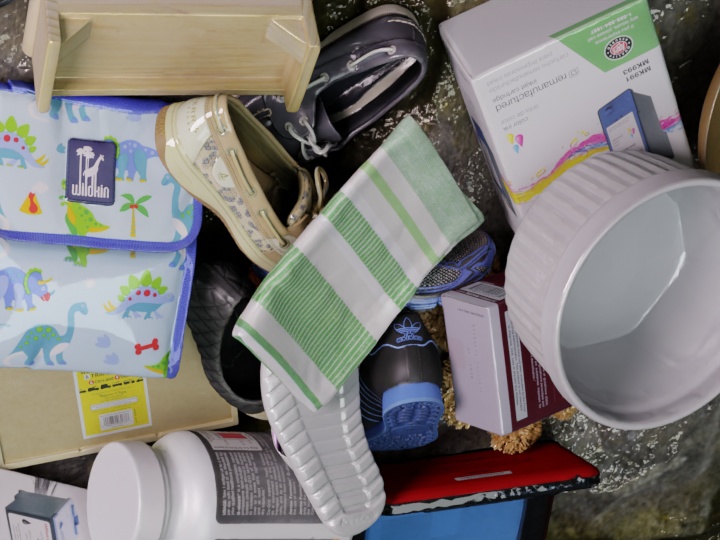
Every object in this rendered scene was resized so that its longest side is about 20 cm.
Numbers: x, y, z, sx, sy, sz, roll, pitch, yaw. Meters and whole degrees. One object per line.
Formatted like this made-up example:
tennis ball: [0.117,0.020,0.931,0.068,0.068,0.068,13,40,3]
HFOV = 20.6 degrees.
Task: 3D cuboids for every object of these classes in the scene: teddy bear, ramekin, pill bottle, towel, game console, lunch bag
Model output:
teddy bear: [0.123,0.075,1.636,0.144,0.067,0.201,-19,128,-7]
ramekin: [0.200,0.006,1.461,0.199,0.105,0.201,-13,119,-25]
pill bottle: [-0.111,0.186,1.588,0.199,0.117,0.117,5,123,-33]
towel: [0.000,0.000,1.452,0.200,0.023,0.153,-48,145,-5]
game console: [0.090,0.219,1.699,0.199,0.172,0.120,-7,99,-14]
lunch bag: [-0.206,-0.031,1.427,0.169,0.127,0.201,5,105,-20]

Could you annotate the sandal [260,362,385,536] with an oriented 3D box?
sandal: [-0.038,0.117,1.545,0.082,0.050,0.204,-24,114,-23]

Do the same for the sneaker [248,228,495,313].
sneaker: [0.013,-0.016,1.534,0.199,0.075,0.079,-4,122,-17]

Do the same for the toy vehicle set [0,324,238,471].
toy vehicle set: [-0.199,0.086,1.563,0.199,0.027,0.125,-10,126,-11]

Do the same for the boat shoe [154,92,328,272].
boat shoe: [-0.066,-0.056,1.411,0.062,0.074,0.200,-18,144,28]

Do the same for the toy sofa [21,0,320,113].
toy sofa: [-0.133,-0.171,1.382,0.199,0.098,0.083,-2,149,-17]

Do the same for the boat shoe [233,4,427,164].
boat shoe: [-0.035,-0.117,1.451,0.200,0.063,0.073,-35,130,9]

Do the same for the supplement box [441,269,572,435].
supplement box: [0.162,0.045,1.570,0.199,0.061,0.110,-19,110,-33]

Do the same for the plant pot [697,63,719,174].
plant pot: [0.329,-0.125,1.548,0.199,0.027,0.201,-20,123,-34]

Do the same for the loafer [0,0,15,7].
loafer: [-0.207,-0.249,1.285,0.073,0.072,0.200,43,100,6]

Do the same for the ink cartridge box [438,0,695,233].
ink cartridge box: [0.162,-0.118,1.501,0.145,0.088,0.201,-24,130,-1]

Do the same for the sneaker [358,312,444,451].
sneaker: [0.030,0.094,1.594,0.070,0.078,0.200,-2,162,-11]

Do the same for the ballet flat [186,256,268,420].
ballet flat: [-0.090,0.064,1.525,0.066,0.057,0.200,-38,143,-10]

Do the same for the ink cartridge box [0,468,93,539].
ink cartridge box: [-0.268,0.243,1.562,0.199,0.147,0.086,16,137,-29]
